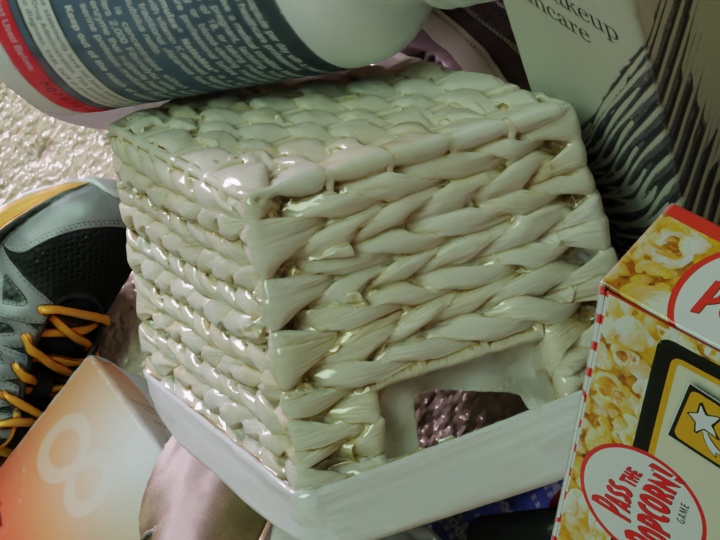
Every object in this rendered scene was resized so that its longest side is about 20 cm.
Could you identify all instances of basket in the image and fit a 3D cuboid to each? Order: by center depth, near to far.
[{"bbox_3d":[0.000,0.000,0.857,0.200,0.135,0.124,-151,47,-67],"label":"basket"}]

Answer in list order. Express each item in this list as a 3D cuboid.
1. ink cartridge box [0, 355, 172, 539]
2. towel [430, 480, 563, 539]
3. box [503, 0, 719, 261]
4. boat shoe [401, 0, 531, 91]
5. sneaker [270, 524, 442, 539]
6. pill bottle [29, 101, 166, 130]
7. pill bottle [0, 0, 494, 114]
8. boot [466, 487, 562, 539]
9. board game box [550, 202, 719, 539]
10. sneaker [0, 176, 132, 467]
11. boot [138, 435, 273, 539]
[{"bbox_3d":[-0.105,0.158,1.002,0.162,0.050,0.200,-51,46,11],"label":"ink cartridge box"},{"bbox_3d":[0.091,0.106,0.882,0.200,0.024,0.145,-41,52,18],"label":"towel"},{"bbox_3d":[0.103,-0.064,0.810,0.068,0.200,0.082,-41,51,-13],"label":"box"},{"bbox_3d":[0.054,-0.081,0.972,0.075,0.075,0.203,-22,43,-11],"label":"boat shoe"},{"bbox_3d":[-0.005,0.141,0.819,0.075,0.081,0.200,-57,31,27],"label":"sneaker"},{"bbox_3d":[-0.108,-0.173,1.101,0.109,0.109,0.201,-21,60,31],"label":"pill bottle"},{"bbox_3d":[-0.036,-0.127,0.870,0.199,0.120,0.120,-6,68,29],"label":"pill bottle"},{"bbox_3d":[0.111,0.140,0.805,0.199,0.072,0.145,6,79,37],"label":"boot"},{"bbox_3d":[0.155,0.088,0.716,0.199,0.152,0.046,29,49,20],"label":"board game box"},{"bbox_3d":[-0.151,0.043,1.074,0.200,0.078,0.077,-53,50,22],"label":"sneaker"},{"bbox_3d":[-0.058,0.124,0.930,0.075,0.074,0.200,9,54,27],"label":"boot"}]
